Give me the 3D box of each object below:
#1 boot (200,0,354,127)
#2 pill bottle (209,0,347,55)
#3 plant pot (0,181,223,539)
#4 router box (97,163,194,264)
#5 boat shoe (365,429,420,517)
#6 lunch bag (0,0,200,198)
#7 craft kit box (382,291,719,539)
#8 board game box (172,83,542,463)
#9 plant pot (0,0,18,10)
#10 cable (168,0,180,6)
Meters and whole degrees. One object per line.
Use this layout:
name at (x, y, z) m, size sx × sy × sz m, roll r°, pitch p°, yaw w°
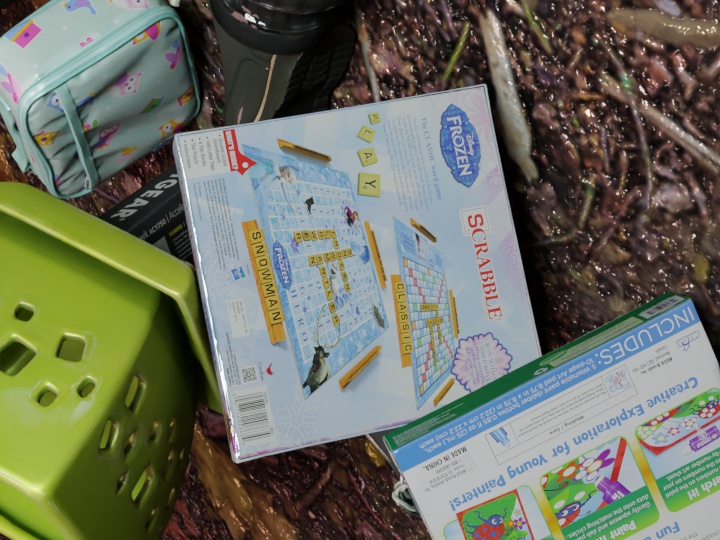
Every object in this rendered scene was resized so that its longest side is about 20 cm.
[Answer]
boot at (-0.087, -0.158, 0.984) m, size 0.138 × 0.077 × 0.200 m, roll 53°, pitch 136°, yaw 18°
pill bottle at (-0.036, -0.230, 0.798) m, size 0.112 × 0.112 × 0.200 m, roll 48°, pitch 147°, yaw 18°
plant pot at (-0.201, 0.069, 0.856) m, size 0.199 × 0.182 × 0.199 m, roll 25°, pitch 154°, yaw 19°
router box at (-0.136, -0.001, 1.054) m, size 0.051 × 0.200 × 0.150 m, roll 1°, pitch 118°, yaw 32°
boat shoe at (0.058, 0.169, 1.054) m, size 0.200 × 0.062 × 0.073 m, roll 40°, pitch 144°, yaw 29°
lunch bag at (-0.213, -0.142, 1.054) m, size 0.077 × 0.160 × 0.200 m, roll 48°, pitch 165°, yaw 15°
craft kit box at (0.144, 0.144, 0.785) m, size 0.049 × 0.199 × 0.198 m, roll -143°, pitch 28°, yaw -82°
board game box at (0.000, 0.000, 0.809) m, size 0.041 × 0.199 × 0.201 m, roll 149°, pitch 111°, yaw -78°
plant pot at (-0.356, -0.317, 1.124) m, size 0.177 × 0.199 × 0.201 m, roll 20°, pitch 133°, yaw 31°
cable at (-0.118, -0.294, 0.947) m, size 0.200 × 0.050 × 0.097 m, roll -57°, pitch 37°, yaw 42°
